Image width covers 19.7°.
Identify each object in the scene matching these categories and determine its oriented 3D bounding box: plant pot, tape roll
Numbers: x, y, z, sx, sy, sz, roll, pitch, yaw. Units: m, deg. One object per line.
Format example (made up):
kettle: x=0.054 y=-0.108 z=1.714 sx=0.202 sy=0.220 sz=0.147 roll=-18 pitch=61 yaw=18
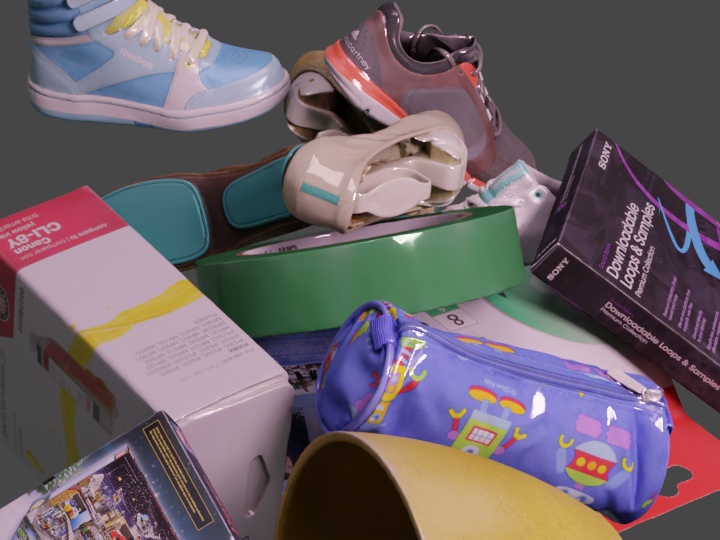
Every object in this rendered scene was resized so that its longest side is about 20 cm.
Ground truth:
plant pot: x=0.057 y=0.177 z=1.037 sx=0.141 sy=0.201 sz=0.200 roll=-2 pitch=37 yaw=-25
tape roll: x=0.000 y=0.000 z=1.267 sx=0.199 sy=0.049 sz=0.200 roll=-9 pitch=4 yaw=1

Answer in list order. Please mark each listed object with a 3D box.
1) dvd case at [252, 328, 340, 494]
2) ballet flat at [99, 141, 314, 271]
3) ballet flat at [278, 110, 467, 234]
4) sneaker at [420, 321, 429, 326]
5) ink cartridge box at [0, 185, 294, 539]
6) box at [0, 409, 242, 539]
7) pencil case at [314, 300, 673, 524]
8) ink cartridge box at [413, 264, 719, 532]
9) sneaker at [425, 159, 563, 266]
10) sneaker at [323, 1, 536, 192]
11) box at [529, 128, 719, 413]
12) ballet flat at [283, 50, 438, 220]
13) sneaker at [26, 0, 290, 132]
dvd case: x=-0.006 y=0.094 z=1.275 sx=0.142 sy=0.018 sz=0.200 roll=-3 pitch=37 yaw=-16
ballet flat: x=-0.090 y=-0.039 z=1.379 sx=0.199 sy=0.068 sz=0.072 roll=-17 pitch=-11 yaw=15
ballet flat: x=0.027 y=-0.059 z=1.318 sx=0.069 sy=0.070 sz=0.200 roll=30 pitch=27 yaw=26
sneaker: x=0.041 y=0.130 z=1.175 sx=0.085 sy=0.078 sz=0.201 roll=-21 pitch=61 yaw=-17
ink cartridge box: x=-0.134 y=0.071 z=1.174 sx=0.083 sy=0.146 sz=0.200 roll=-22 pitch=46 yaw=-34
box: x=-0.104 y=0.189 z=1.001 sx=0.136 sy=0.038 sz=0.201 roll=-30 pitch=71 yaw=-2
pencil case: x=0.077 y=0.075 z=1.103 sx=0.199 sy=0.087 sz=0.078 roll=17 pitch=34 yaw=-22
ink cartridge box: x=0.135 y=0.073 z=1.287 sx=0.160 sy=0.050 sz=0.200 roll=-15 pitch=39 yaw=-41
sneaker: x=0.089 y=-0.034 z=1.405 sx=0.199 sy=0.089 sz=0.075 roll=-7 pitch=40 yaw=-19
sneaker: x=0.068 y=-0.121 z=1.460 sx=0.199 sy=0.082 sz=0.077 roll=30 pitch=22 yaw=-37
box: x=0.208 y=0.010 z=1.344 sx=0.199 sy=0.036 sz=0.143 roll=35 pitch=37 yaw=-8
ballet flat: x=-0.016 y=-0.099 z=1.483 sx=0.070 sy=0.071 sz=0.200 roll=-14 pitch=45 yaw=-27
sneaker: x=-0.152 y=-0.173 z=1.488 sx=0.198 sy=0.131 sz=0.080 roll=1 pitch=33 yaw=8
